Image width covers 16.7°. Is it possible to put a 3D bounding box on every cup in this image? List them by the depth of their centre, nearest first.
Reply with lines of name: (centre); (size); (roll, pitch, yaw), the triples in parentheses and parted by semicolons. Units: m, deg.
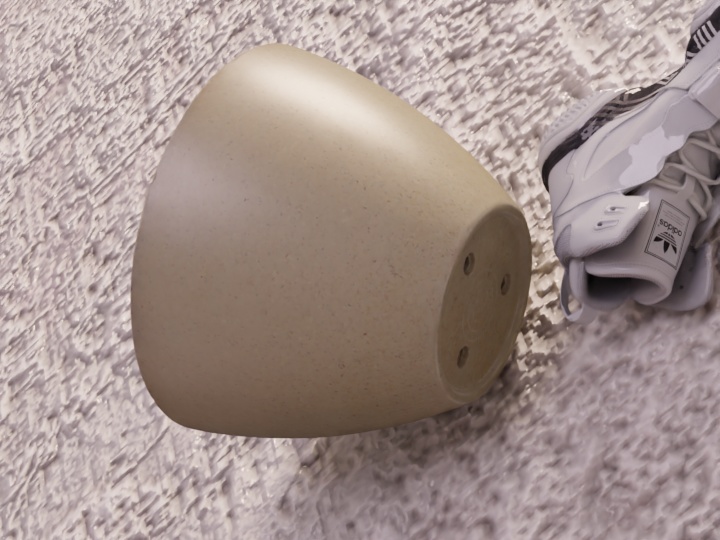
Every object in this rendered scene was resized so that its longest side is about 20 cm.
cup: (0.000, 0.000, 1.212); (0.143, 0.200, 0.201); (15, 69, 28)

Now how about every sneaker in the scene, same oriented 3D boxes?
sneaker: (0.162, -0.052, 1.138); (0.200, 0.075, 0.115); (-33, 37, 37)
